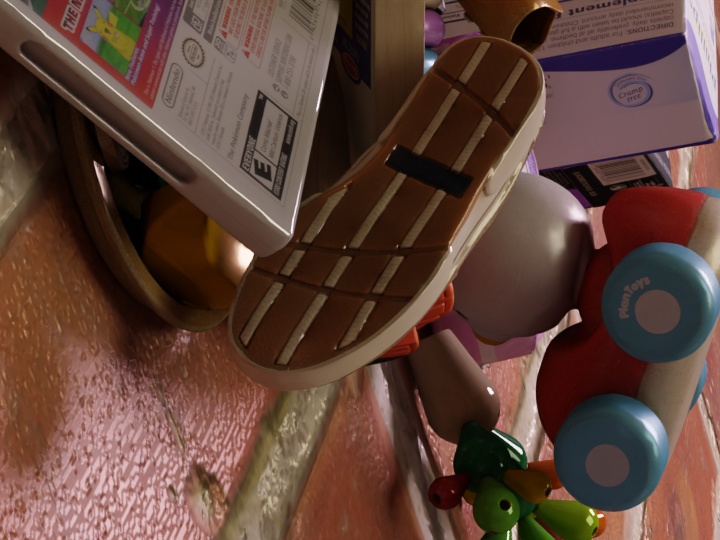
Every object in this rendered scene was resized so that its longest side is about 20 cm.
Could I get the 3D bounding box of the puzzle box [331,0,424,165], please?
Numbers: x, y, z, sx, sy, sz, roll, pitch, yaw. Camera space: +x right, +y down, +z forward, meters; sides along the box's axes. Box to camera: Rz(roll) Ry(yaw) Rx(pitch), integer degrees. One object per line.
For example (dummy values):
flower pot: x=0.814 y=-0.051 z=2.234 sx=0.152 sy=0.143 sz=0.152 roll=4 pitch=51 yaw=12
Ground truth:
puzzle box: x=-0.007 y=-0.132 z=1.058 sx=0.200 sy=0.025 sz=0.133 roll=-123 pitch=-149 yaw=-63

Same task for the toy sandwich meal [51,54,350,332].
toy sandwich meal: x=-0.066 y=-0.064 z=0.950 sx=0.205 sy=0.070 sz=0.206 roll=-11 pitch=90 yaw=-73

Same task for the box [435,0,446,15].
box: x=-0.007 y=-0.247 z=1.287 sx=0.200 sy=0.043 sz=0.161 roll=22 pitch=59 yaw=-69

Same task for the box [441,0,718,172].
box: x=0.151 y=-0.176 z=1.511 sx=0.200 sy=0.184 sz=0.105 roll=-82 pitch=156 yaw=-44

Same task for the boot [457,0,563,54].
boot: x=0.056 y=-0.201 z=1.195 sx=0.144 sy=0.071 sz=0.201 roll=56 pitch=4 yaw=19

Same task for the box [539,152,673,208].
box: x=0.179 y=-0.161 z=1.716 sx=0.122 sy=0.106 sz=0.200 roll=39 pitch=43 yaw=-65

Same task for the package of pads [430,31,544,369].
package of pads: x=0.072 y=-0.047 z=1.364 sx=0.121 sy=0.076 sz=0.200 roll=-48 pitch=125 yaw=-70

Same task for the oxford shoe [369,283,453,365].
oxford shoe: x=0.000 y=0.000 z=1.067 sx=0.200 sy=0.071 sz=0.073 roll=124 pitch=-44 yaw=-75

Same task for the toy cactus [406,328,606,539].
toy cactus: x=0.072 y=0.119 z=1.284 sx=0.165 sy=0.102 sz=0.200 roll=62 pitch=18 yaw=9

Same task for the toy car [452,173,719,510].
toy car: x=0.108 y=0.017 z=1.249 sx=0.184 sy=0.200 sz=0.177 roll=-40 pitch=148 yaw=-67

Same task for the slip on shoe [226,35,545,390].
slip on shoe: x=0.014 y=-0.018 z=0.938 sx=0.200 sy=0.076 sz=0.061 roll=-55 pitch=163 yaw=-27

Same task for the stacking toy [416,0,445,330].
stacking toy: x=0.015 y=-0.064 z=1.199 sx=0.085 sy=0.085 sz=0.200 roll=-5 pitch=89 yaw=-72

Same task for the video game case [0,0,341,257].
video game case: x=-0.085 y=-0.125 z=0.890 sx=0.182 sy=0.023 sz=0.200 roll=40 pitch=36 yaw=-25
